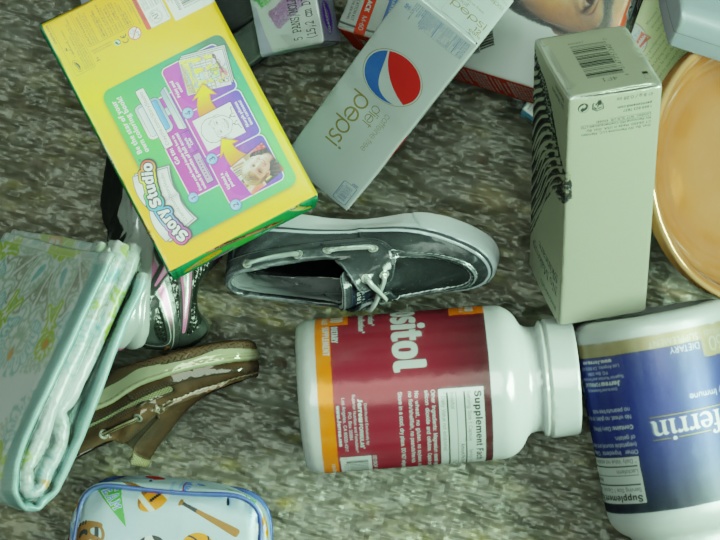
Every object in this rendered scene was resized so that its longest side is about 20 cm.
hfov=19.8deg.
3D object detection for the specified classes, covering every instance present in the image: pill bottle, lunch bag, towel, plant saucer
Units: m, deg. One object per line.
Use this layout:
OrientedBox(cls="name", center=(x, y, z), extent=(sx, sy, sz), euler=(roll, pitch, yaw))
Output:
OrientedBox(cls="pill bottle", center=(0.056, 0.084, 1.496), extent=(0.200, 0.113, 0.113), euler=(-5, 88, 0))
OrientedBox(cls="lunch bag", center=(-0.139, 0.253, 1.513), extent=(0.160, 0.076, 0.200), euler=(5, 87, -1))
OrientedBox(cls="pill bottle", center=(0.226, 0.127, 1.489), extent=(0.116, 0.116, 0.200), euler=(-11, 90, 1))
OrientedBox(cls="towel", center=(-0.239, 0.065, 1.473), extent=(0.048, 0.171, 0.200), euler=(33, 75, -35))
OrientedBox(cls="plant saucer", center=(0.278, -0.076, 1.500), extent=(0.200, 0.037, 0.200), euler=(-1, 92, -30))

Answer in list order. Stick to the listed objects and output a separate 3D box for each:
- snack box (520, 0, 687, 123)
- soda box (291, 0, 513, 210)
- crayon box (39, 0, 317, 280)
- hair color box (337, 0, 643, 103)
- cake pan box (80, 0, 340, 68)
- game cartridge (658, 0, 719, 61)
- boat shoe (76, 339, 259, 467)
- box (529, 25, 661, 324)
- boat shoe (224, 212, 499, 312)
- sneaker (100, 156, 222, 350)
OrientedBox(cls="snack box", center=(0.223, -0.165, 1.540), extent=(0.116, 0.037, 0.200), euler=(36, 89, 4))
OrientedBox(cls="soda box", center=(0.024, -0.133, 1.467), extent=(0.064, 0.200, 0.068), euler=(39, 45, -1))
OrientedBox(cls="crayon box", center=(-0.128, -0.109, 1.458), extent=(0.119, 0.058, 0.200), euler=(-27, 89, -5))
OrientedBox(cls="hair color box", center=(0.097, -0.192, 1.510), extent=(0.200, 0.064, 0.111), euler=(18, 86, 14))
OrientedBox(cls="cake pan box", center=(-0.121, -0.239, 1.517), extent=(0.184, 0.052, 0.200), euler=(-8, 94, 17))
OrientedBox(cls="game cartridge", center=(0.282, -0.229, 1.490), extent=(0.133, 0.042, 0.200), euler=(19, 55, -7))
OrientedBox(cls="boat shoe", center=(-0.164, 0.107, 1.522), extent=(0.202, 0.075, 0.075), euler=(-17, 86, 12))
OrientedBox(cls="box", center=(0.161, -0.064, 1.442), extent=(0.068, 0.082, 0.200), euler=(-9, 129, -9))
OrientedBox(cls="boat shoe", center=(0.000, 0.000, 1.510), extent=(0.200, 0.072, 0.068), euler=(6, 46, 4))
OrientedBox(cls="sneaker", center=(-0.143, -0.033, 1.534), extent=(0.086, 0.080, 0.200), euler=(11, 81, -27))
